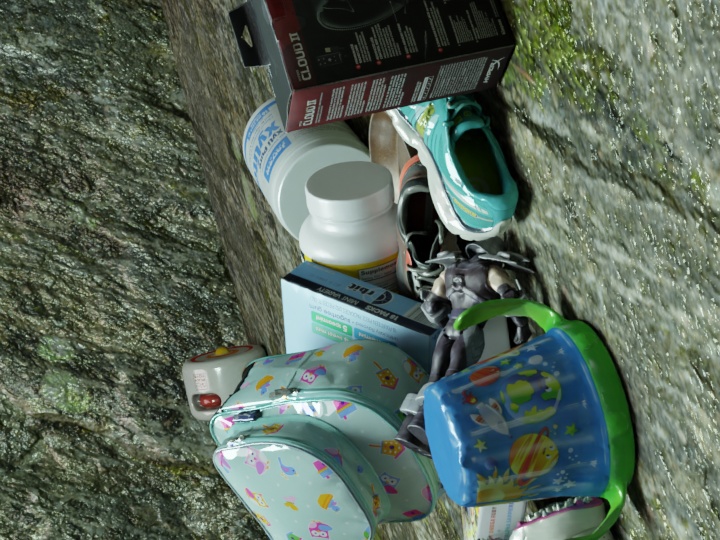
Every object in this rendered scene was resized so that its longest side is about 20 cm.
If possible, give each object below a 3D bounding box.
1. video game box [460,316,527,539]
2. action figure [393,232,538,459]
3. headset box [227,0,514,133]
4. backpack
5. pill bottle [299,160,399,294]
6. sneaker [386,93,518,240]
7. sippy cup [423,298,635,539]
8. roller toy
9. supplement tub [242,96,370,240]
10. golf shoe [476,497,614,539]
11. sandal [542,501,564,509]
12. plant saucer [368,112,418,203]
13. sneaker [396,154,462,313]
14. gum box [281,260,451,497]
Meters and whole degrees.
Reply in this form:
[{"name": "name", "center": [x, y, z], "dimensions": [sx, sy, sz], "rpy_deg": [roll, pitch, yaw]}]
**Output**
[{"name": "video game box", "center": [0.112, 0.157, 1.329], "dimensions": [0.182, 0.047, 0.200], "rpy_deg": [86, 180, -50]}, {"name": "action figure", "center": [0.086, 0.055, 1.243], "dimensions": [0.130, 0.069, 0.200], "rpy_deg": [-10, 56, 61]}, {"name": "headset box", "center": [-0.001, -0.203, 1.167], "dimensions": [0.077, 0.200, 0.149], "rpy_deg": [106, 148, -69]}, {"name": "backpack", "center": [-0.019, 0.158, 1.329], "dimensions": [0.176, 0.200, 0.153], "rpy_deg": [57, -147, -21]}, {"name": "pill bottle", "center": [0.000, 0.000, 1.467], "dimensions": [0.112, 0.112, 0.200], "rpy_deg": [-122, 21, -59]}, {"name": "sneaker", "center": [0.078, -0.124, 1.227], "dimensions": [0.200, 0.077, 0.080], "rpy_deg": [63, 162, 12]}, {"name": "sippy cup", "center": [0.121, 0.118, 1.128], "dimensions": [0.178, 0.130, 0.140], "rpy_deg": [-121, 20, -56]}, {"name": "roller toy", "center": [-0.281, 0.231, 3.162], "dimensions": [0.200, 0.182, 0.140], "rpy_deg": [-161, 59, -77]}, {"name": "supplement tub", "center": [-0.057, -0.121, 1.740], "dimensions": [0.200, 0.132, 0.132], "rpy_deg": [-125, 24, -62]}, {"name": "golf shoe", "center": [0.122, 0.254, 1.208], "dimensions": [0.200, 0.075, 0.092], "rpy_deg": [-31, 79, 32]}, {"name": "sandal", "center": [0.181, 0.292, 1.230], "dimensions": [0.050, 0.082, 0.203], "rpy_deg": [23, -133, -45]}, {"name": "plant saucer", "center": [0.053, -0.069, 1.497], "dimensions": [0.200, 0.034, 0.201], "rpy_deg": [165, 90, -79]}, {"name": "sneaker", "center": [0.060, -0.003, 1.363], "dimensions": [0.082, 0.077, 0.200], "rpy_deg": [-56, -41, -66]}, {"name": "gum box", "center": [0.008, 0.107, 1.418], "dimensions": [0.170, 0.045, 0.200], "rpy_deg": [20, 128, 30]}]
